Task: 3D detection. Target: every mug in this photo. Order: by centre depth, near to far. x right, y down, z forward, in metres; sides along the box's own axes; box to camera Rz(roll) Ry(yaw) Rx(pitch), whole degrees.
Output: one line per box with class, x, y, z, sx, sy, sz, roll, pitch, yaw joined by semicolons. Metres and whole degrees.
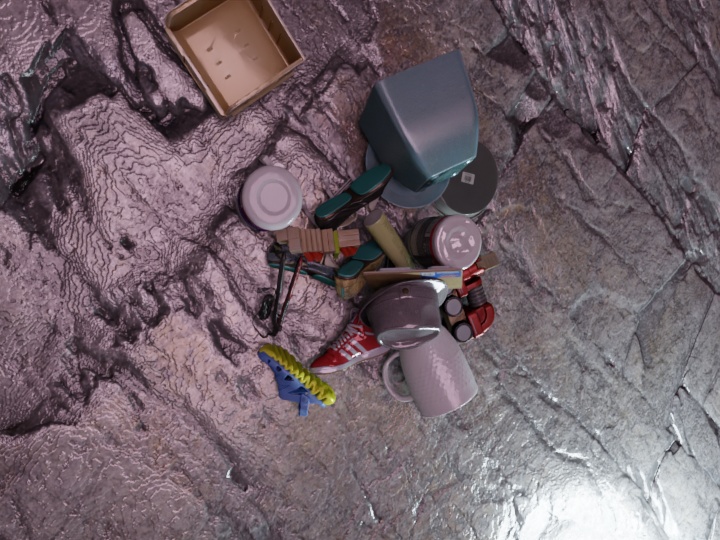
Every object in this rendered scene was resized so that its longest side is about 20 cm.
mug;0.142;0.222;1.186;0.196;0.147;0.179;-25;91;15

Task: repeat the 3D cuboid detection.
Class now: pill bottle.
pill bottle;-0.182;-0.134;1.015;0.109;0.199;0.116;-1;94;-17
pill bottle;0.168;-0.061;1.137;0.107;0.199;0.115;-1;93;-17

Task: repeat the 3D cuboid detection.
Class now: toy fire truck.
toy fire truck;0.267;0.045;1.232;0.196;0.129;0.180;-25;101;-5

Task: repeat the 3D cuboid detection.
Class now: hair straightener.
hair straightener;-0.180;0.053;1.083;0.075;0.041;0.204;16;113;-11

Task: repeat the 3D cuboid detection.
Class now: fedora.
fedora;0.098;0.101;1.074;0.194;0.179;0.092;-2;54;-18

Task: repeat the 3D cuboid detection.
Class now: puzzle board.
puzzle board;0.112;0.016;1.083;0.194;0.151;0.018;-3;74;10

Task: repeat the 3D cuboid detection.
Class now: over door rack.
over door rack;-0.098;-0.209;1.110;0.148;0.066;0.201;-44;105;-12

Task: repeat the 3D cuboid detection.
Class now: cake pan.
cake pan;0.245;-0.220;1.240;0.194;0.037;0.207;-1;94;-19

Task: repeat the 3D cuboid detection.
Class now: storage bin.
storage bin;-0.247;-0.441;1.032;0.197;0.093;0.202;-38;104;-13

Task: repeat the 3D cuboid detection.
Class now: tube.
tube;0.077;-0.043;1.150;0.058;0.051;0.201;-52;124;-19

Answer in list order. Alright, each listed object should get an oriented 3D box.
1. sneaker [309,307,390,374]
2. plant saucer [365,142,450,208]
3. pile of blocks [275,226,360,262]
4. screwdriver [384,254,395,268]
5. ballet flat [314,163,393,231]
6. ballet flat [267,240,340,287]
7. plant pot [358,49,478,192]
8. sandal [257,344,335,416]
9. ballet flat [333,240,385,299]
sneaker;-0.030;0.149;1.150;0.195;0.071;0.116;-17;102;-25
plant saucer;0.105;-0.232;1.174;0.194;0.039;0.208;2;78;-7
pile of blocks;-0.084;-0.045;1.072;0.195;0.082;0.064;0;75;-33
screwdriver;0.057;0.047;1.177;0.028;0.028;0.206;10;77;2
ballet flat;-0.011;-0.147;1.105;0.197;0.068;0.069;-34;136;-9
ballet flat;-0.100;-0.015;1.121;0.195;0.074;0.076;20;87;-20
plant pot;0.132;-0.283;1.076;0.192;0.196;0.205;-24;87;-12
sandal;-0.146;0.240;1.116;0.087;0.080;0.200;-45;102;4
ballet flat;0.000;0.000;1.124;0.072;0.069;0.200;62;33;-12
